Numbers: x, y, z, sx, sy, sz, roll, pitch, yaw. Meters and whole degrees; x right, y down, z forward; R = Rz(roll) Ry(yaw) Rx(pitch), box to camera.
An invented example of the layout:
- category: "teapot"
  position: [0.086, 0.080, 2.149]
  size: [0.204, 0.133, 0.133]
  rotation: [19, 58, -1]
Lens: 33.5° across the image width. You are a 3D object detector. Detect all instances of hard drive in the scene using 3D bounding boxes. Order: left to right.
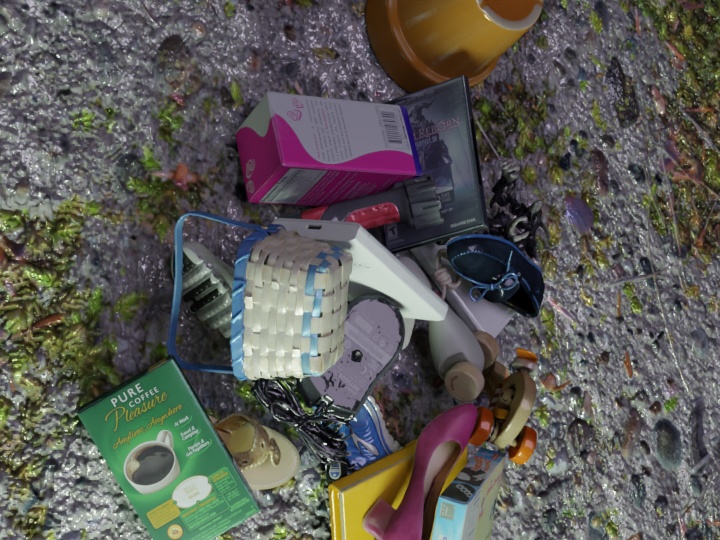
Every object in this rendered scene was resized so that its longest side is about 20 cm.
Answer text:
- category: "hard drive"
  position: [0.000, 0.000, 1.402]
  size: [0.200, 0.131, 0.027]
  rotation: [42, 62, -45]
- category: "hard drive"
  position: [0.148, -0.018, 1.626]
  size: [0.132, 0.026, 0.200]
  rotation: [-45, 105, -31]

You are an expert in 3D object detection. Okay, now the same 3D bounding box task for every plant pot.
- category: "plant pot"
  position: [0.137, -0.349, 1.589]
  size: [0.199, 0.183, 0.202]
  rotation: [7, 77, -31]

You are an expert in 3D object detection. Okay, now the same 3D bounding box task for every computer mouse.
- category: "computer mouse"
  position: [-0.028, 0.112, 1.399]
  size: [0.138, 0.053, 0.200]
  rotation: [43, 70, -10]

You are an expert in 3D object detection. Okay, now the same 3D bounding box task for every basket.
- category: "basket"
  position: [-0.114, 0.036, 1.303]
  size: [0.139, 0.198, 0.178]
  rotation: [-44, 142, -71]

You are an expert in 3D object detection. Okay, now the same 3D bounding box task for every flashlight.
- category: "flashlight"
  position: [0.001, -0.057, 1.460]
  size: [0.198, 0.068, 0.068]
  rotation: [-12, 119, 0]

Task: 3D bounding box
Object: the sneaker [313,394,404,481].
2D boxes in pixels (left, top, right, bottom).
- category: "sneaker"
  position: [-0.012, 0.208, 1.450]
  size: [0.089, 0.078, 0.200]
  rotation: [-44, 105, -33]

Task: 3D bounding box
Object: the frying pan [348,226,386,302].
- category: "frying pan"
  position: [-0.021, -0.006, 1.517]
  size: [0.115, 0.031, 0.191]
  rotation: [29, 63, -24]

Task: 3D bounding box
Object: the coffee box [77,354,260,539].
- category: "coffee box"
  position: [-0.208, 0.206, 1.316]
  size: [0.122, 0.044, 0.201]
  rotation: [-31, 98, -3]

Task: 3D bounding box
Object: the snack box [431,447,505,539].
- category: "snack box"
  position: [0.125, 0.294, 1.416]
  size: [0.200, 0.037, 0.117]
  rotation: [-22, 122, -69]

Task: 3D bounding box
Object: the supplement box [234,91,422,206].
- category: "supplement box"
  position: [-0.040, -0.144, 1.474]
  size: [0.199, 0.103, 0.102]
  rotation: [2, 65, -33]

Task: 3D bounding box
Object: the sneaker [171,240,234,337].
- category: "sneaker"
  position: [-0.143, 0.036, 1.410]
  size: [0.200, 0.075, 0.081]
  rotation: [49, 47, -19]

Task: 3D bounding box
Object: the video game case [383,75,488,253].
- category: "video game case"
  position: [0.085, -0.134, 1.531]
  size: [0.019, 0.142, 0.202]
  rotation: [15, 64, -56]

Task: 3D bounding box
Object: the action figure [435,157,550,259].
- category: "action figure"
  position: [0.183, -0.077, 1.581]
  size: [0.199, 0.102, 0.120]
  rotation: [1, 58, -30]

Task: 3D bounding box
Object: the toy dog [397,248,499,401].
- category: "toy dog"
  position: [0.091, 0.080, 1.538]
  size: [0.132, 0.096, 0.201]
  rotation: [-15, 76, -51]

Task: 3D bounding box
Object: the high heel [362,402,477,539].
- category: "high heel"
  position: [0.092, 0.245, 1.383]
  size: [0.200, 0.096, 0.068]
  rotation: [-46, 131, -17]

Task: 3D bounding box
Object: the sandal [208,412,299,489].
- category: "sandal"
  position: [-0.146, 0.197, 1.370]
  size: [0.211, 0.069, 0.078]
  rotation: [26, 68, -26]

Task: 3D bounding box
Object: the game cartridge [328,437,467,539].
- category: "game cartridge"
  position: [0.051, 0.297, 1.457]
  size: [0.199, 0.032, 0.178]
  rotation: [-21, 120, -35]

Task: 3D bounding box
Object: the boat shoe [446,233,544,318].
- category: "boat shoe"
  position: [0.187, 0.009, 1.556]
  size: [0.199, 0.084, 0.069]
  rotation: [22, 57, -42]

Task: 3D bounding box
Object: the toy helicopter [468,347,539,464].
- category: "toy helicopter"
  position: [0.184, 0.149, 1.521]
  size: [0.078, 0.200, 0.133]
  rotation: [23, 99, -9]
